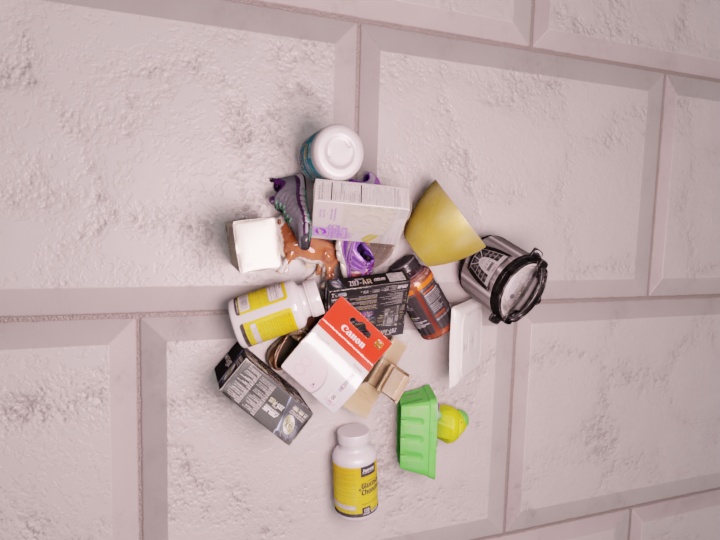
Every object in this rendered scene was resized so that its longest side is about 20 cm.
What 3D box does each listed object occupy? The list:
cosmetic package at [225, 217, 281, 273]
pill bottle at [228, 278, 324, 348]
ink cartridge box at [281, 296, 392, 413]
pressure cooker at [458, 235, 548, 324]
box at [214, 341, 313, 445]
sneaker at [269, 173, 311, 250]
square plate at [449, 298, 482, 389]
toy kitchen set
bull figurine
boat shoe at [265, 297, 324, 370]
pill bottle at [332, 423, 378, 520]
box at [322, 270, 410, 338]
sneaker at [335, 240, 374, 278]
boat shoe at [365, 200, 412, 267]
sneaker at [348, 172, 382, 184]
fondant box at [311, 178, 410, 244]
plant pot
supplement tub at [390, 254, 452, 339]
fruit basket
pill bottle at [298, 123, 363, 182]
[{"bbox_3d":[-0.228,-0.057,1.100,0.085,0.200,0.106,-9,99,-17],"label":"cosmetic package"},{"bbox_3d":[-0.182,0.088,1.162,0.196,0.111,0.114,-18,102,-5],"label":"pill bottle"},{"bbox_3d":[-0.053,0.187,1.152,0.162,0.057,0.201,41,105,-3],"label":"ink cartridge box"},{"bbox_3d":[0.365,0.023,1.307,0.176,0.200,0.179,-22,128,-21],"label":"pressure cooker"},{"bbox_3d":[-0.216,0.266,1.158,0.200,0.163,0.086,45,80,-19],"label":"box"},{"bbox_3d":[-0.156,-0.126,1.156,0.085,0.075,0.203,-5,54,-9],"label":"sneaker"},{"bbox_3d":[0.273,0.180,1.340,0.197,0.028,0.205,-11,103,-60],"label":"square plate"},{"bbox_3d":[0.002,0.225,1.234,0.179,0.163,0.202,34,83,-20],"label":"toy kitchen set"},{"bbox_3d":[-0.135,-0.042,1.209,0.196,0.065,0.124,20,92,-19],"label":"bull figurine"},{"bbox_3d":[-0.139,0.152,1.223,0.075,0.072,0.202,39,82,-19],"label":"boat shoe"},{"bbox_3d":[-0.014,0.488,1.283,0.109,0.112,0.205,-5,98,-19],"label":"pill bottle"},{"bbox_3d":[0.012,0.089,1.223,0.195,0.044,0.163,-7,127,-16],"label":"box"},{"bbox_3d":[0.000,0.000,1.225,0.081,0.082,0.203,-61,143,-49],"label":"sneaker"},{"bbox_3d":[0.068,-0.094,1.252,0.075,0.072,0.202,36,113,6],"label":"boat shoe"},{"bbox_3d":[-0.022,-0.163,1.235,0.198,0.080,0.090,-35,101,-19],"label":"sneaker"},{"bbox_3d":[-0.004,-0.120,1.111,0.195,0.145,0.060,5,62,-5],"label":"fondant box"},{"bbox_3d":[0.187,-0.095,1.272,0.141,0.201,0.201,-37,108,12],"label":"plant pot"},{"bbox_3d":[0.152,0.063,1.302,0.106,0.107,0.202,-34,105,-13],"label":"supplement tub"},{"bbox_3d":[0.192,0.404,1.343,0.210,0.156,0.222,0,96,-2],"label":"fruit basket"},{"bbox_3d":[-0.072,-0.246,1.138,0.108,0.199,0.114,-2,96,-19],"label":"pill bottle"}]
